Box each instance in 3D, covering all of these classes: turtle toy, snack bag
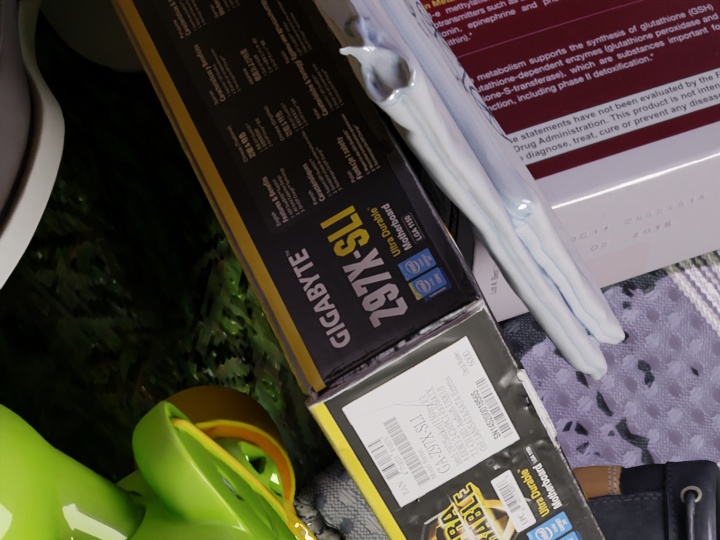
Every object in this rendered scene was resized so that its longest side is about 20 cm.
[{"bbox_3d":[-0.044,0.096,0.646,0.200,0.101,0.146,52,4,-21],"label":"turtle toy"},{"bbox_3d":[-0.002,-0.079,0.717,0.189,0.021,0.200,61,6,27],"label":"snack bag"}]

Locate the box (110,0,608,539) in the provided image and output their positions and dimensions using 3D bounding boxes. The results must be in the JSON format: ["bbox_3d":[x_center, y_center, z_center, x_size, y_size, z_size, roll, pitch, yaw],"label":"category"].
[{"bbox_3d":[0.000,0.000,0.717,0.160,0.049,0.200,58,3,-48],"label":"box"}]

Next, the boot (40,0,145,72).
[{"bbox_3d":[-0.084,-0.155,0.835,0.200,0.073,0.090,70,21,-4],"label":"boot"}]

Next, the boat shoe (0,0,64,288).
[{"bbox_3d":[-0.113,-0.055,0.692,0.061,0.072,0.201,48,24,-32],"label":"boat shoe"}]

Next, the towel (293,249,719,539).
[{"bbox_3d":[0.105,0.088,0.857,0.193,0.035,0.200,-40,93,-26],"label":"towel"}]

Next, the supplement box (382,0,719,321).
[{"bbox_3d":[0.044,-0.090,0.868,0.061,0.109,0.200,92,-22,-59],"label":"supplement box"}]

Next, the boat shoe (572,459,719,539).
[{"bbox_3d":[0.099,0.144,0.776,0.075,0.062,0.200,38,34,-76],"label":"boat shoe"}]
